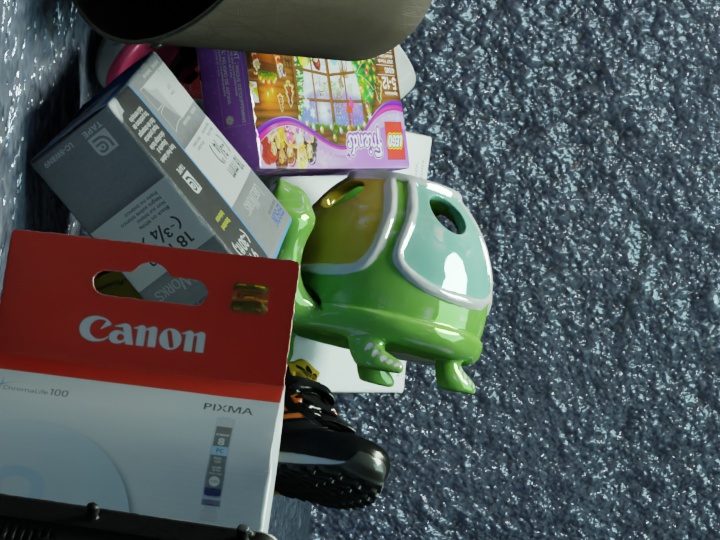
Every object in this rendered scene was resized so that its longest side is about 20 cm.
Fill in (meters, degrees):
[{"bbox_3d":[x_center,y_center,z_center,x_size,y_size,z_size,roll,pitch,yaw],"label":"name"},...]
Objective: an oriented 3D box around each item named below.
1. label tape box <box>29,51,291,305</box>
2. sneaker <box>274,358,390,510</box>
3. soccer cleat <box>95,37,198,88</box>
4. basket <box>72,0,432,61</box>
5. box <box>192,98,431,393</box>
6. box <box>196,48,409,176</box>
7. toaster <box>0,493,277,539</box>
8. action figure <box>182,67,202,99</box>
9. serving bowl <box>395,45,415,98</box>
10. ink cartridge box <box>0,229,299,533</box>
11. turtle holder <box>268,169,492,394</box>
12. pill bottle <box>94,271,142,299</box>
[{"bbox_3d":[-0.091,-0.020,1.258,0.200,0.063,0.144,51,15,-11],"label":"label tape box"},{"bbox_3d":[-0.043,0.094,1.356,0.200,0.070,0.090,-7,-121,57],"label":"sneaker"},{"bbox_3d":[-0.129,-0.165,1.409,0.070,0.086,0.200,-58,167,29],"label":"soccer cleat"},{"bbox_3d":[-0.049,-0.193,1.254,0.180,0.136,0.200,-56,151,11],"label":"basket"},{"bbox_3d":[-0.062,-0.015,1.558,0.200,0.131,0.199,6,91,-56],"label":"box"},{"bbox_3d":[-0.037,-0.131,1.421,0.200,0.039,0.137,-6,88,-61],"label":"box"},{"bbox_3d":[-0.133,0.198,0.940,0.200,0.181,0.119,-80,176,-58],"label":"toaster"},{"bbox_3d":[-0.106,-0.203,1.585,0.099,0.065,0.200,-52,150,-60],"label":"action figure"},{"bbox_3d":[-0.053,-0.187,1.752,0.066,0.200,0.200,-52,170,-10],"label":"serving bowl"},{"bbox_3d":[-0.120,0.073,1.101,0.047,0.160,0.200,91,6,-71],"label":"ink cartridge box"},{"bbox_3d":[0.000,0.001,1.431,0.141,0.185,0.132,169,-67,-73],"label":"turtle holder"},{"bbox_3d":[-0.132,0.082,1.327,0.114,0.114,0.200,93,5,-47],"label":"pill bottle"}]
